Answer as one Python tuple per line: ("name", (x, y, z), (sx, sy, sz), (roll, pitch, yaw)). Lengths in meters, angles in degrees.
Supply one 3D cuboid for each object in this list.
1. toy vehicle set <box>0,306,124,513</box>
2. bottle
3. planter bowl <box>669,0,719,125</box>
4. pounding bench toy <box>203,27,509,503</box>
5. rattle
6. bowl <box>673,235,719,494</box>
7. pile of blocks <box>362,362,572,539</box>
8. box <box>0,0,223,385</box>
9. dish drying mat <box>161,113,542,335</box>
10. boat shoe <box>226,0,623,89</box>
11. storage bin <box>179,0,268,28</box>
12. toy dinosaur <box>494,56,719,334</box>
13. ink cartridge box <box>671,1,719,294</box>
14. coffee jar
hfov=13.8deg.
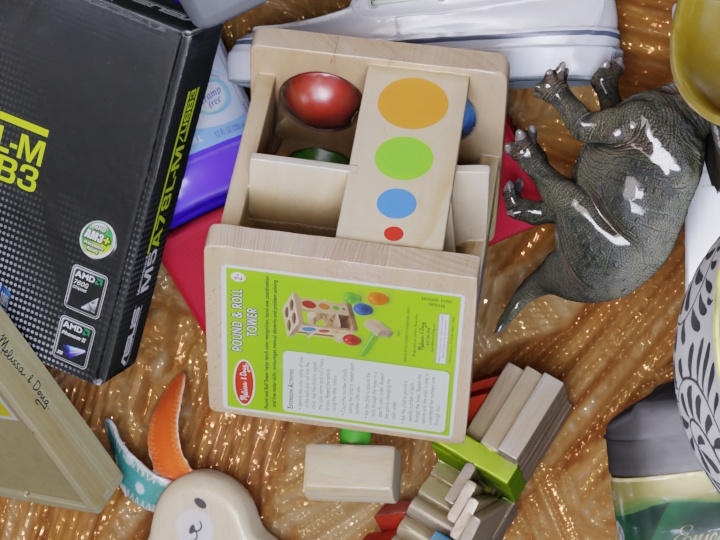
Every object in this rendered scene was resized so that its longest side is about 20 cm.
("toy vehicle set", (-0.216, 0.046, 1.521), (0.124, 0.200, 0.027), (7, 53, 37))
("bottle", (-0.119, -0.122, 1.535), (0.083, 0.065, 0.200), (-23, 85, -13))
("planter bowl", (0.243, -0.120, 1.343), (0.200, 0.201, 0.083), (-36, 123, 18))
("pounding bench toy", (0.000, 0.000, 1.450), (0.124, 0.156, 0.200), (7, 140, 4))
("rattle", (-0.101, 0.164, 1.524), (0.130, 0.143, 0.200), (-8, 98, 38))
("bowl", (0.208, 0.050, 1.360), (0.094, 0.201, 0.201), (-20, 87, 53))
("pile of blocks", (0.035, 0.128, 1.500), (0.062, 0.082, 0.200), (29, 103, 15))
("box", (-0.184, -0.067, 1.498), (0.200, 0.048, 0.193), (23, 114, 16))
("dish drying mat", (-0.003, -0.023, 1.525), (0.200, 0.018, 0.077), (-23, 108, 18))
("boat shoe", (0.032, -0.124, 1.494), (0.200, 0.074, 0.067), (0, 86, 8))
("storage bin", (-0.061, -0.199, 1.455), (0.145, 0.200, 0.134), (-23, 96, 19))
("toy dinosaur", (0.120, -0.036, 1.420), (0.102, 0.077, 0.200), (45, 108, 25))
("ink cartridge box", (0.253, -0.048, 1.432), (0.200, 0.044, 0.174), (-1, 95, 19))
("coffee jar", (0.171, 0.152, 1.444), (0.085, 0.104, 0.200), (-7, 93, 13))
